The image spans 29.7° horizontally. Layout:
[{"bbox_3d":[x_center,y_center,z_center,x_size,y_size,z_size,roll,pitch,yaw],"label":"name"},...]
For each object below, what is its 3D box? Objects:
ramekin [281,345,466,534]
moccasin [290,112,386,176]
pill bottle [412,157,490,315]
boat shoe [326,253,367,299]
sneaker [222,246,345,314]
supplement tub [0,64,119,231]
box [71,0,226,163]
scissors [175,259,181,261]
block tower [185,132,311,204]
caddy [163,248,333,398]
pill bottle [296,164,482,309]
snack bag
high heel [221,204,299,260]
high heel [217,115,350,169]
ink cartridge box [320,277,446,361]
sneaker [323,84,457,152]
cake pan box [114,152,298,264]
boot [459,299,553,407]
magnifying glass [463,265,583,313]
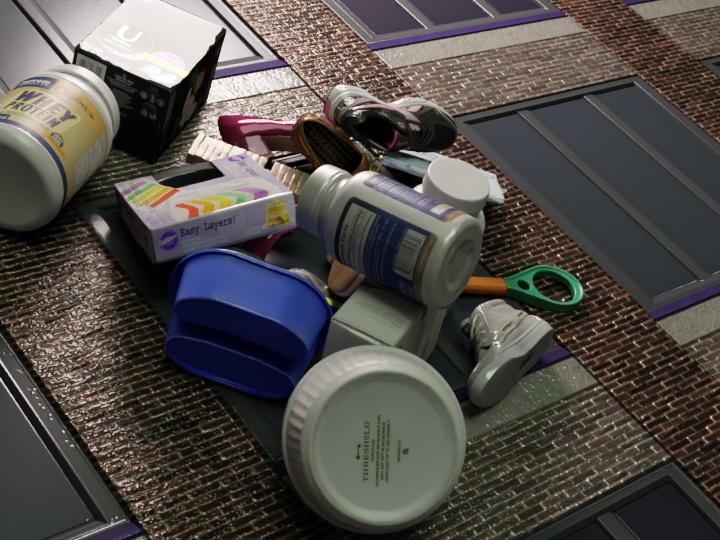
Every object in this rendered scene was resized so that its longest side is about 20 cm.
[{"bbox_3d":[0.019,0.179,1.415,0.200,0.204,0.094,15,-3,-7],"label":"ramekin"},{"bbox_3d":[-0.010,-0.134,1.835,0.202,0.074,0.078,50,-3,-11],"label":"moccasin"},{"bbox_3d":[0.092,-0.038,1.710,0.108,0.201,0.109,13,38,-10],"label":"pill bottle"},{"bbox_3d":[0.000,0.000,1.687,0.065,0.072,0.200,40,6,-12],"label":"boat shoe"},{"bbox_3d":[-0.095,0.027,1.643,0.199,0.074,0.081,31,20,-23],"label":"sneaker"},{"bbox_3d":[-0.393,-0.156,1.673,0.143,0.145,0.201,23,38,3],"label":"supplement tub"},{"bbox_3d":[-0.296,-0.270,1.868,0.147,0.125,0.200,25,38,3],"label":"box"},{"bbox_3d":[-0.156,-0.019,1.724,0.198,0.014,0.074,15,39,-7],"label":"scissors"},{"bbox_3d":[-0.136,-0.115,1.816,0.198,0.058,0.054,22,38,-2],"label":"block tower"},{"bbox_3d":[-0.129,0.054,1.549,0.198,0.142,0.105,20,41,-3],"label":"caddy"},{"bbox_3d":[0.029,-0.044,1.534,0.199,0.112,0.111,26,37,25],"label":"pill bottle"},{"bbox_3d":[0.117,-0.139,1.928,0.187,0.022,0.200,20,14,-5],"label":"snack bag"},{"bbox_3d":[-0.124,-0.017,1.702,0.199,0.067,0.097,-25,93,-37],"label":"high heel"},{"bbox_3d":[-0.100,-0.204,1.908,0.199,0.068,0.097,-18,64,-34],"label":"high heel"},{"bbox_3d":[0.029,0.077,1.589,0.084,0.147,0.200,24,37,13],"label":"ink cartridge box"},{"bbox_3d":[0.047,-0.188,1.855,0.198,0.081,0.087,5,32,-27],"label":"sneaker"},{"bbox_3d":[-0.193,-0.081,1.669,0.182,0.053,0.200,-13,24,-17],"label":"cake pan box"},{"bbox_3d":[0.159,0.099,1.696,0.095,0.074,0.200,30,30,20],"label":"boot"},{"bbox_3d":[0.213,0.022,1.840,0.198,0.023,0.080,2,42,-22],"label":"magnifying glass"}]
